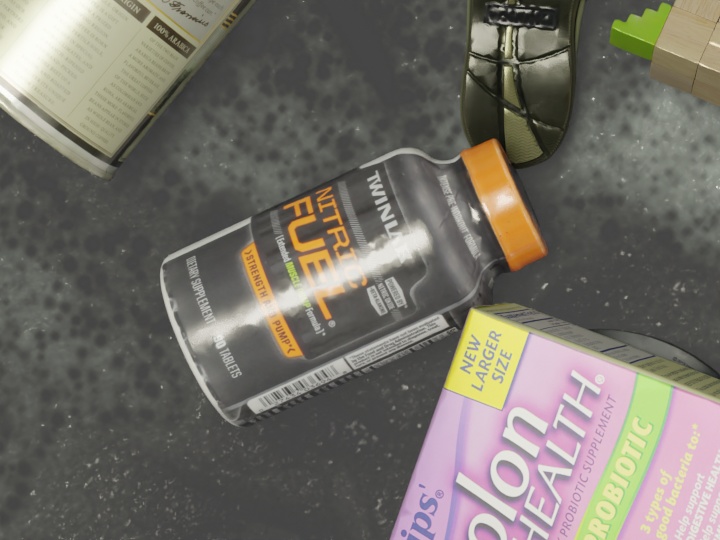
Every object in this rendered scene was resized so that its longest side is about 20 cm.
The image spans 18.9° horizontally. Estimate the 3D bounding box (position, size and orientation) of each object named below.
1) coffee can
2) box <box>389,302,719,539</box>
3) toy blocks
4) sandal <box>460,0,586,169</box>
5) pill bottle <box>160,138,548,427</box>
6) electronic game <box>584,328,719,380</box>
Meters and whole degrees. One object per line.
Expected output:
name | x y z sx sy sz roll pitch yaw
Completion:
coffee can | -0.131 -0.172 1.199 0.146 0.146 0.200 41 93 10
box | 0.128 0.132 1.114 0.200 0.097 0.176 21 97 16
toy blocks | 0.253 -0.143 1.169 0.200 0.100 0.137 23 78 10
sandal | 0.096 -0.158 1.210 0.080 0.057 0.201 14 103 5
pill bottle | 0.000 0.000 1.186 0.200 0.106 0.106 -25 82 7
electronic game | 0.131 0.132 1.185 0.200 0.042 0.200 0 90 17
